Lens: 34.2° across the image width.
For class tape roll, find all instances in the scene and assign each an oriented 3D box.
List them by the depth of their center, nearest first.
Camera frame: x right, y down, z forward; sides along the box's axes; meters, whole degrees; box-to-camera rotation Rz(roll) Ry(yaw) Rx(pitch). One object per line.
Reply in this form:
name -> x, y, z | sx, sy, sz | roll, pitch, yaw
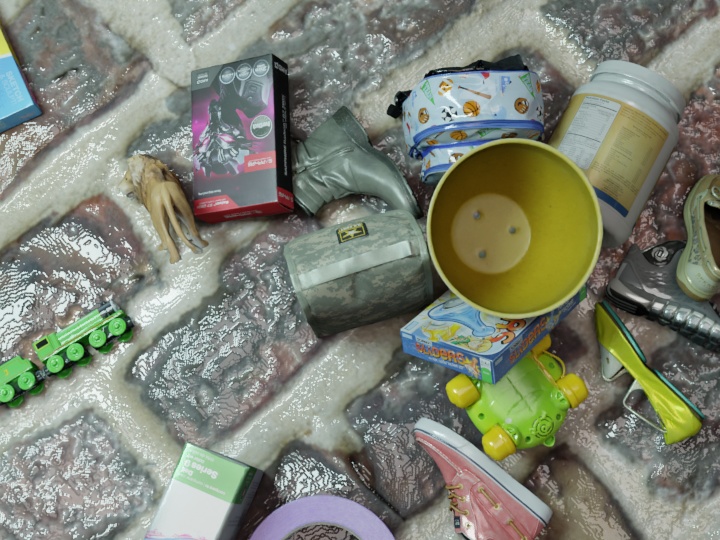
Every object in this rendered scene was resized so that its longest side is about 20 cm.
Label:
tape roll -> -0.045, 0.372, 1.404 | 0.199, 0.066, 0.201 | 0, 79, 0

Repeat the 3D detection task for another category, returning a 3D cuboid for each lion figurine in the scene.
lion figurine -> -0.240, -0.083, 1.449 | 0.072, 0.200, 0.123 | -22, 105, -20

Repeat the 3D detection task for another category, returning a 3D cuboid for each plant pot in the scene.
plant pot -> 0.166, -0.046, 1.367 | 0.199, 0.142, 0.201 | 0, 89, -5

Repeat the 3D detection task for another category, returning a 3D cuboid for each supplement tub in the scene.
supplement tub -> 0.307, -0.145, 1.459 | 0.144, 0.145, 0.200 | 28, 80, 6

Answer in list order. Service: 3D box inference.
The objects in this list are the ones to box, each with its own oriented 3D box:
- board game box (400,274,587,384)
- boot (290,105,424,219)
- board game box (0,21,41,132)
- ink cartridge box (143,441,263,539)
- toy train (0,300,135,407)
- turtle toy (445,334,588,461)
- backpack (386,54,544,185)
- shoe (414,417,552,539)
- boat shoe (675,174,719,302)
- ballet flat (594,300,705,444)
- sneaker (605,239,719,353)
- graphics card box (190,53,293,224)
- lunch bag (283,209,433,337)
board game box -> 0.161, 0.051, 1.398 | 0.135, 0.035, 0.200 | 17, 40, 37
boot -> -0.018, -0.106, 1.495 | 0.131, 0.068, 0.200 | -38, 64, -2
board game box -> -0.533, -0.268, 1.551 | 0.153, 0.040, 0.200 | -26, 79, -4
ink cartridge box -> -0.197, 0.312, 1.377 | 0.087, 0.145, 0.201 | 20, 80, 5
toy train -> -0.379, 0.103, 1.477 | 0.200, 0.042, 0.056 | -31, 69, -5
turtle toy -> 0.174, 0.132, 1.428 | 0.146, 0.101, 0.200 | -34, 80, -6
backpack -> 0.140, -0.184, 1.447 | 0.199, 0.191, 0.155 | -9, 79, -2
shoe -> 0.130, 0.270, 1.416 | 0.200, 0.071, 0.091 | 38, 76, 3
boat shoe -> 0.442, -0.050, 1.446 | 0.073, 0.063, 0.200 | 27, 53, -10
ballet flat -> 0.340, 0.131, 1.448 | 0.067, 0.067, 0.200 | -40, 82, 7
sneaker -> 0.418, 0.022, 1.461 | 0.200, 0.075, 0.116 | 25, 78, 7
graphics card box -> -0.153, -0.168, 1.501 | 0.125, 0.051, 0.201 | -7, 77, 23
lunch bag -> 0.000, 0.000, 1.408 | 0.164, 0.200, 0.118 | -16, 79, -1
